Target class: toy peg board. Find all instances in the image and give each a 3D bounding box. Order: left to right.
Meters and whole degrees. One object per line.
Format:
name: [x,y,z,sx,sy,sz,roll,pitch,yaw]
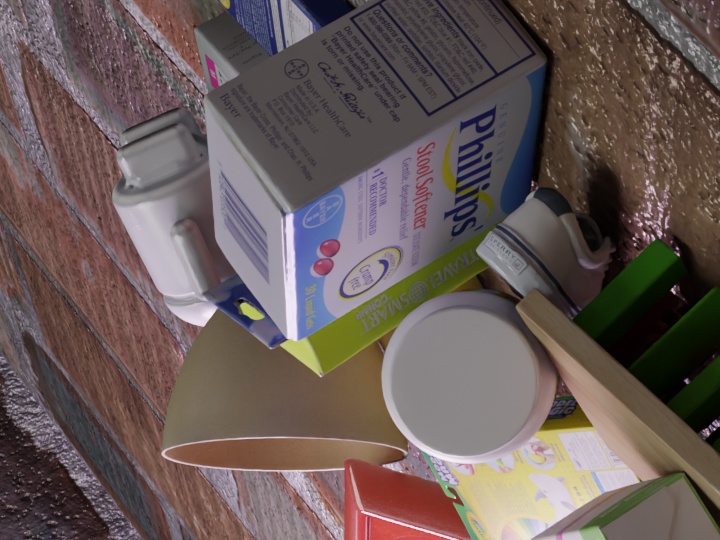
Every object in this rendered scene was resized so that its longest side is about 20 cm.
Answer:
toy peg board: [0.221,0.092,1.571,0.200,0.098,0.199,45,175,38]

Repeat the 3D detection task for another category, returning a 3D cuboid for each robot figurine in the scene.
robot figurine: [-0.135,-0.036,2.140,0.170,0.113,0.200,-83,-31,-66]

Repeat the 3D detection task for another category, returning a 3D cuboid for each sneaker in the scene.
sneaker: [0.138,0.002,1.656,0.073,0.071,0.200,46,-179,21]

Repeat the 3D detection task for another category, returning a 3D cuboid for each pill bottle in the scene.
pill bottle: [0.073,0.069,1.674,0.114,0.114,0.200,57,-175,3]

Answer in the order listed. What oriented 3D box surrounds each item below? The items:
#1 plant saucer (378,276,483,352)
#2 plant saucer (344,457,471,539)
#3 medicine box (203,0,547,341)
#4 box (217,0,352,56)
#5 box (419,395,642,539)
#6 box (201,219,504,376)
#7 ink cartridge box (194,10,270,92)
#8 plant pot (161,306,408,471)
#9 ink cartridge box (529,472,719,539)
plant saucer: [0.072,0.057,1.976,0.200,0.048,0.200,59,164,-3]
plant saucer: [0.076,0.238,2.118,0.199,0.037,0.200,16,154,8]
medicine box: [0.009,-0.077,1.640,0.103,0.200,0.182,53,163,23]
box: [-0.050,-0.190,1.903,0.200,0.032,0.121,47,160,28]
box: [0.138,0.150,1.815,0.200,0.048,0.117,-9,118,44]
box: [0.000,0.000,1.806,0.122,0.200,0.048,33,151,56]
ink cartridge box: [-0.061,-0.095,2.093,0.174,0.044,0.200,48,161,33]
plant pot: [-0.061,0.085,2.061,0.200,0.200,0.135,132,139,-73]
ink cartridge box: [0.173,0.195,1.561,0.117,0.067,0.200,58,165,1]
